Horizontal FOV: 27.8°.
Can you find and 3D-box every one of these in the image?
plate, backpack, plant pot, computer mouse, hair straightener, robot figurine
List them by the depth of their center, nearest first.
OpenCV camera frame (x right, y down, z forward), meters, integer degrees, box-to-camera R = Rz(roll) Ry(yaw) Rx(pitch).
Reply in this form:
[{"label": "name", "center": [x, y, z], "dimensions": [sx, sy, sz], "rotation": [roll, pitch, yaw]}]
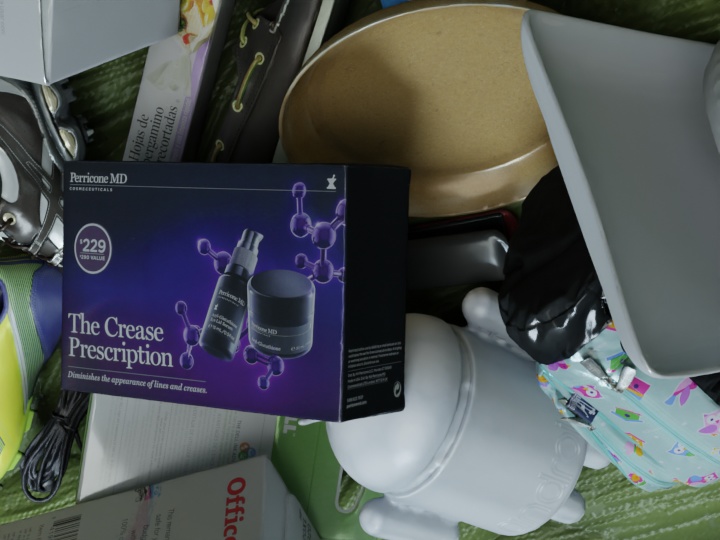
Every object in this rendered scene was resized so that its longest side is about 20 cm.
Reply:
[{"label": "plate", "center": [0.171, -0.036, 0.777], "dimensions": [0.032, 0.200, 0.200], "rotation": [-34, 66, 42]}, {"label": "plant pot", "center": [0.051, -0.097, 0.846], "dimensions": [0.200, 0.028, 0.200], "rotation": [-4, 149, -3]}, {"label": "backpack", "center": [0.174, 0.038, 0.862], "dimensions": [0.126, 0.167, 0.200], "rotation": [-25, 122, 39]}, {"label": "robot figurine", "center": [0.062, 0.095, 0.908], "dimensions": [0.200, 0.113, 0.170], "rotation": [22, 94, -27]}, {"label": "hair straightener", "center": [0.000, 0.000, 0.922], "dimensions": [0.199, 0.077, 0.041], "rotation": [-5, 112, 14]}, {"label": "computer mouse", "center": [-0.130, 0.130, 1.028], "dimensions": [0.200, 0.046, 0.141], "rotation": [24, 105, 3]}]

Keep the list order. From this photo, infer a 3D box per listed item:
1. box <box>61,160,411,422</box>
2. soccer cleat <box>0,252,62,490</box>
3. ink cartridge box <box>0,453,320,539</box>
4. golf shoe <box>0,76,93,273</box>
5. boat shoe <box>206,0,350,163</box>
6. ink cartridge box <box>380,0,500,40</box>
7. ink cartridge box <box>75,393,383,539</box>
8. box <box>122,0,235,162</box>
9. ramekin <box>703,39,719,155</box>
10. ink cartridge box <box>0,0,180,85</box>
[{"label": "box", "center": [-0.075, 0.007, 0.847], "dimensions": [0.200, 0.079, 0.142], "rotation": [3, 91, 31]}, {"label": "soccer cleat", "center": [-0.259, 0.074, 1.003], "dimensions": [0.084, 0.065, 0.200], "rotation": [13, 113, -33]}, {"label": "ink cartridge box", "center": [-0.122, 0.234, 0.903], "dimensions": [0.200, 0.147, 0.145], "rotation": [-16, 129, 13]}, {"label": "golf shoe", "center": [-0.203, -0.031, 0.936], "dimensions": [0.078, 0.094, 0.200], "rotation": [1, 118, 61]}, {"label": "boat shoe", "center": [-0.051, -0.123, 0.884], "dimensions": [0.060, 0.072, 0.202], "rotation": [20, 116, 5]}, {"label": "ink cartridge box", "center": [0.057, -0.248, 0.802], "dimensions": [0.144, 0.084, 0.200], "rotation": [-16, 108, 17]}, {"label": "ink cartridge box", "center": [-0.083, 0.116, 0.970], "dimensions": [0.199, 0.059, 0.104], "rotation": [9, 91, -7]}, {"label": "box", "center": [-0.109, -0.138, 0.909], "dimensions": [0.039, 0.041, 0.200], "rotation": [20, 116, 5]}, {"label": "ramekin", "center": [0.269, -0.067, 0.776], "dimensions": [0.105, 0.200, 0.200], "rotation": [-29, 104, 31]}, {"label": "ink cartridge box", "center": [-0.221, -0.175, 0.838], "dimensions": [0.200, 0.146, 0.085], "rotation": [14, 116, 21]}]
